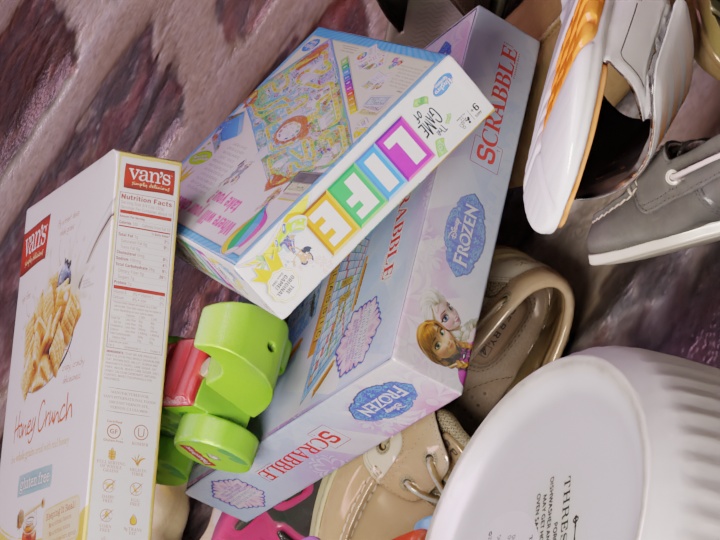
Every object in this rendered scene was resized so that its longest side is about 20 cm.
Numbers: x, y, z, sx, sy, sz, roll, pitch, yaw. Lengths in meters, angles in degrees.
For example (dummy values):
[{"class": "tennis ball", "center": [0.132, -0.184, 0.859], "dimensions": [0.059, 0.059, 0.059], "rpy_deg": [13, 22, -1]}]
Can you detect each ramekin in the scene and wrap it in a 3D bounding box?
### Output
[{"class": "ramekin", "center": [0.106, 0.126, 1.070], "dimensions": [0.200, 0.105, 0.201], "rpy_deg": [-43, 35, 41]}]

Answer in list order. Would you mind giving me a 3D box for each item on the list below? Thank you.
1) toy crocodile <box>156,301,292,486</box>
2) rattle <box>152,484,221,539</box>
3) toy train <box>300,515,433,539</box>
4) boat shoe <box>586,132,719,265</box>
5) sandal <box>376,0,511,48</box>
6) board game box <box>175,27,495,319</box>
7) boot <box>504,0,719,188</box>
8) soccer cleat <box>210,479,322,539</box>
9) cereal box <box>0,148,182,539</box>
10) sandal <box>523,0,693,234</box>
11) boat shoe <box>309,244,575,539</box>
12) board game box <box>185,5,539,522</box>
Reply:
[{"class": "toy crocodile", "center": [-0.087, 0.059, 1.296], "dimensions": [0.200, 0.061, 0.068], "rpy_deg": [-20, 47, 62]}, {"class": "rattle", "center": [-0.141, 0.130, 1.519], "dimensions": [0.200, 0.142, 0.131], "rpy_deg": [-28, 64, 45]}, {"class": "toy train", "center": [0.033, 0.182, 1.155], "dimensions": [0.055, 0.150, 0.201], "rpy_deg": [-25, 53, 30]}, {"class": "boat shoe", "center": [0.166, -0.047, 1.123], "dimensions": [0.199, 0.067, 0.057], "rpy_deg": [-18, 86, 50]}, {"class": "sandal", "center": [0.039, -0.147, 1.414], "dimensions": [0.079, 0.057, 0.203], "rpy_deg": [8, 95, 30]}, {"class": "board game box", "center": [-0.027, -0.051, 1.268], "dimensions": [0.134, 0.034, 0.200], "rpy_deg": [-44, 18, -6]}, {"class": "boot", "center": [0.127, -0.101, 1.271], "dimensions": [0.200, 0.066, 0.176], "rpy_deg": [-46, 27, 41]}, {"class": "soccer cleat", "center": [-0.010, 0.089, 1.386], "dimensions": [0.200, 0.070, 0.086], "rpy_deg": [-54, 12, 21]}, {"class": "cereal box", "center": [-0.132, 0.055, 1.285], "dimensions": [0.144, 0.039, 0.202], "rpy_deg": [155, 121, -63]}, {"class": "sandal", "center": [0.116, -0.098, 1.154], "dimensions": [0.079, 0.059, 0.207], "rpy_deg": [112, 175, -48]}, {"class": "boat shoe", "center": [0.037, 0.084, 1.275], "dimensions": [0.201, 0.071, 0.064], "rpy_deg": [-65, 24, 2]}, {"class": "board game box", "center": [0.000, 0.000, 1.307], "dimensions": [0.199, 0.041, 0.201], "rpy_deg": [-34, 35, 52]}]
